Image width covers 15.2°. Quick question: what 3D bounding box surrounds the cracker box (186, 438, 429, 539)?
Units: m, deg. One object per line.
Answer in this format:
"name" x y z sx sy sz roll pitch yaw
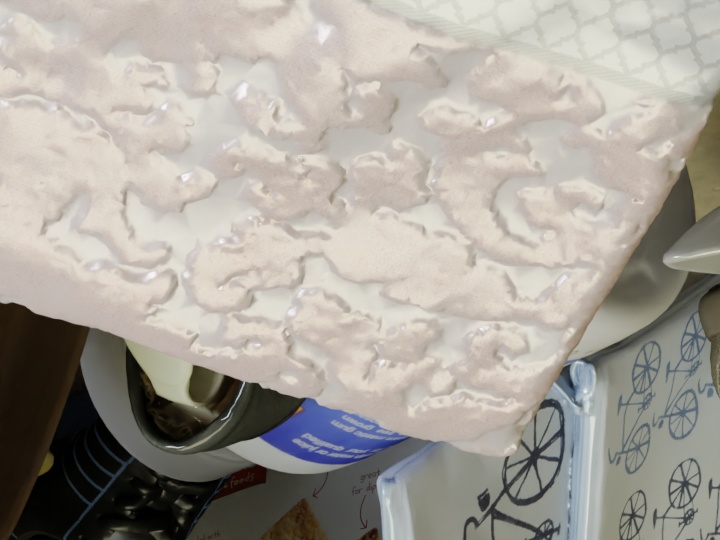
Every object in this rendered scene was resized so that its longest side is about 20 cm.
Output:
"cracker box" -0.010 0.146 1.035 0.134 0.201 0.058 -20 146 34

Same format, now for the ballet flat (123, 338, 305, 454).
"ballet flat" -0.040 -0.033 0.760 0.068 0.068 0.201 15 120 28

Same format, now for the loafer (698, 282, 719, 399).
"loafer" 0.158 0.025 0.800 0.076 0.068 0.200 -8 175 -9

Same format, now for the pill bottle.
"pill bottle" 0.000 0.000 0.868 0.112 0.112 0.200 25 142 -35

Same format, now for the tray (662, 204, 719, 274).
"tray" 0.167 -0.017 0.853 0.107 0.022 0.200 -10 175 20

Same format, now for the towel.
"towel" -0.020 -0.047 0.613 0.199 0.032 0.191 19 131 -11

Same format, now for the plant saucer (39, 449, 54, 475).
"plant saucer" -0.250 0.055 1.042 0.200 0.049 0.200 24 144 -34

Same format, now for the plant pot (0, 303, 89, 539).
"plant pot" -0.129 -0.016 0.773 0.092 0.201 0.201 15 151 4

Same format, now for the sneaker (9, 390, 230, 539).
"sneaker" -0.076 0.074 1.037 0.070 0.078 0.200 20 146 -29

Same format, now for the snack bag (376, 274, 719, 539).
"snack bag" 0.076 0.112 0.942 0.021 0.200 0.189 19 122 39
